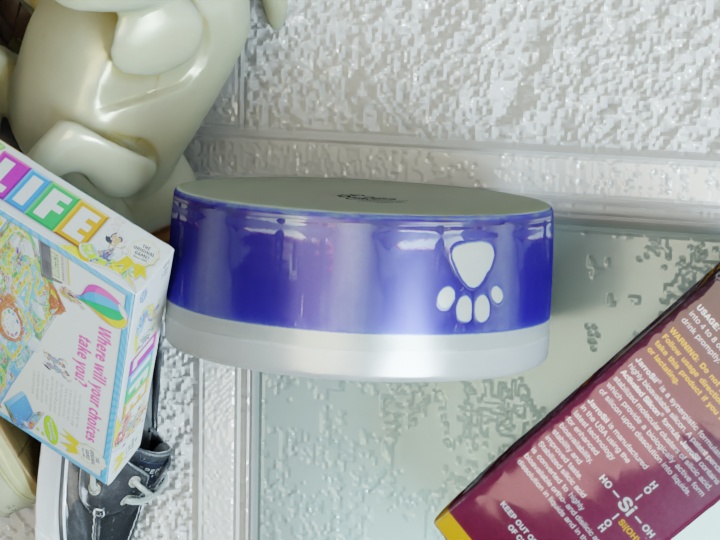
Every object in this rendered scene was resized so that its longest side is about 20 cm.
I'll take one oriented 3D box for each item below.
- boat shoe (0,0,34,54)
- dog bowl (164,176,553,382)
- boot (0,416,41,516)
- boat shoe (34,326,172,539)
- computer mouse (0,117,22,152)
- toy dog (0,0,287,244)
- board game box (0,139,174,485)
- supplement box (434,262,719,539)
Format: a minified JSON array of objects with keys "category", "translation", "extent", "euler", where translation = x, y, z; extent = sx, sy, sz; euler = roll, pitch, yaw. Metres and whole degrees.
[{"category":"boat shoe","translation":[-0.238,-0.209,1.049],"extent":[0.068,0.072,0.201],"euler":[-36,80,27]},{"category":"dog bowl","translation":[0.000,0.000,0.927],"extent":[0.198,0.200,0.080],"euler":[6,98,19]},{"category":"boot","translation":[-0.283,0.076,1.112],"extent":[0.154,0.072,0.201],"euler":[-30,88,24]},{"category":"boat shoe","translation":[-0.145,0.113,1.070],"extent":[0.067,0.072,0.203],"euler":[5,93,20]},{"category":"computer mouse","translation":[-0.269,-0.087,1.092],"extent":[0.140,0.046,0.200],"euler":[-42,83,19]},{"category":"toy dog","translation":[-0.137,-0.090,0.997],"extent":[0.139,0.193,0.202],"euler":[29,122,34]},{"category":"board game box","translation":[-0.171,0.021,0.951],"extent":[0.134,0.034,0.201],"euler":[32,146,9]},{"category":"supplement box","translation":[0.147,0.088,0.936],"extent":[0.200,0.110,0.086],"euler":[-44,84,20]}]
